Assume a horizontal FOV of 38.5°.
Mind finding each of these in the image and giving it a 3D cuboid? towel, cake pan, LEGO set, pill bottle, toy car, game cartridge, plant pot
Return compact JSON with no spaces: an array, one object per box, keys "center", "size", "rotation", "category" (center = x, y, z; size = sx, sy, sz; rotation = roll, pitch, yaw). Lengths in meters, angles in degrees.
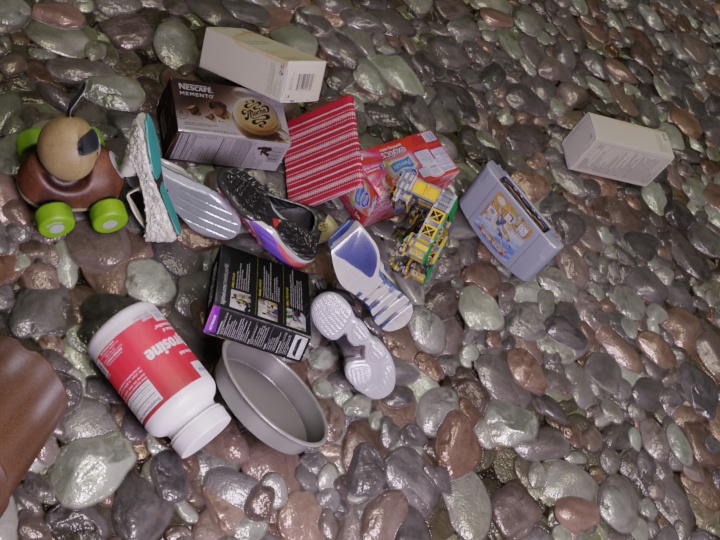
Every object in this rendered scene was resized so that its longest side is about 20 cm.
[{"center":[-0.065,-0.198,1.751],"size":[0.022,0.143,0.202],"rotation":[43,33,-50],"category":"towel"},{"center":[-0.128,0.178,1.447],"size":[0.200,0.037,0.201],"rotation":[43,15,-14],"category":"cake pan"},{"center":[0.081,-0.073,1.698],"size":[0.115,0.200,0.155],"rotation":[27,86,11],"category":"LEGO set"},{"center":[-0.269,0.150,1.399],"size":[0.112,0.112,0.200],"rotation":[-33,78,-40],"category":"pill bottle"},{"center":[-0.404,-0.173,1.489],"size":[0.156,0.200,0.165],"rotation":[-7,62,-32],"category":"toy car"},{"center":[0.263,-0.083,1.841],"size":[0.041,0.133,0.201],"rotation":[-28,74,-40],"category":"game cartridge"},{"center":[-0.462,0.193,1.222],"size":[0.199,0.201,0.199],"rotation":[35,40,-2],"category":"plant pot"}]

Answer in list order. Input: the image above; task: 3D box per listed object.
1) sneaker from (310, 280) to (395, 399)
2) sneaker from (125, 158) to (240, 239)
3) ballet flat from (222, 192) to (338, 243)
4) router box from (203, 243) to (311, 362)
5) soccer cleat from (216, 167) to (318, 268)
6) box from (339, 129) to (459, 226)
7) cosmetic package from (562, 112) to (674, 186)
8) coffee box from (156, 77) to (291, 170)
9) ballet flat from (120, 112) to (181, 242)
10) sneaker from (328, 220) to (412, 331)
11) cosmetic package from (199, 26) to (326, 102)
[{"center":[-0.012,0.100,1.596],"size":[0.201,0.075,0.114],"rotation":[57,5,-21],"category":"sneaker"},{"center":[-0.271,-0.124,1.617],"size":[0.199,0.073,0.071],"rotation":[34,25,-17],"category":"sneaker"},{"center":[-0.129,-0.089,1.670],"size":[0.198,0.057,0.067],"rotation":[17,81,-13],"category":"ballet flat"},{"center":[-0.149,0.044,1.522],"size":[0.148,0.051,0.200],"rotation":[20,23,-13],"category":"router box"},{"center":[-0.156,-0.077,1.620],"size":[0.200,0.073,0.068],"rotation":[42,52,-14],"category":"soccer cleat"},{"center":[0.062,-0.162,1.809],"size":[0.199,0.096,0.100],"rotation":[-22,70,-38],"category":"box"},{"center":[0.527,-0.245,2.112],"size":[0.198,0.104,0.074],"rotation":[11,53,-23],"category":"cosmetic package"},{"center":[-0.228,-0.241,1.714],"size":[0.198,0.080,0.114],"rotation":[4,56,-27],"category":"coffee box"},{"center":[-0.321,-0.130,1.532],"size":[0.072,0.071,0.202],"rotation":[-31,119,-40],"category":"ballet flat"},{"center":[0.000,0.001,1.646],"size":[0.200,0.080,0.115],"rotation":[57,-4,-34],"category":"sneaker"},{"center":[-0.167,-0.352,1.759],"size":[0.199,0.074,0.103],"rotation":[28,25,30],"category":"cosmetic package"}]
